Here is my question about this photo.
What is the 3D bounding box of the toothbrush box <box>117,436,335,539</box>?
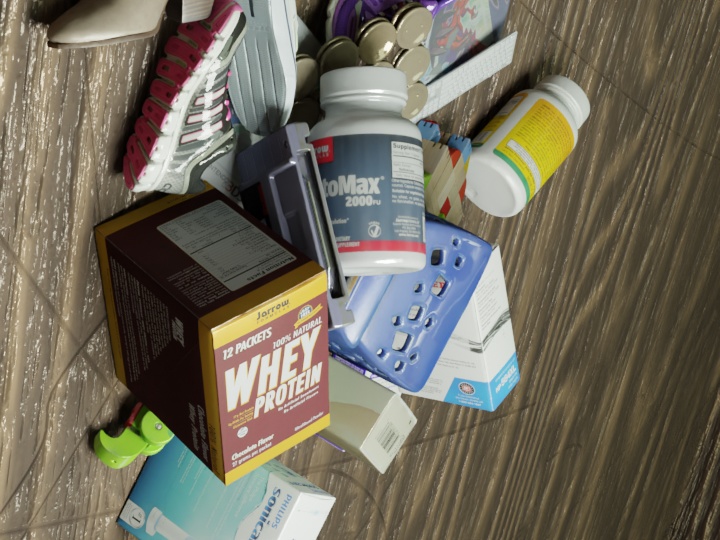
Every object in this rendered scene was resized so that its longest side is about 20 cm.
[{"bbox_3d":[-0.150,0.267,1.423,0.085,0.199,0.147,26,90,-59],"label":"toothbrush box"}]

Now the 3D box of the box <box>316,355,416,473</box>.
[{"bbox_3d":[-0.043,0.146,1.497,0.078,0.199,0.095,-56,148,-13],"label":"box"}]

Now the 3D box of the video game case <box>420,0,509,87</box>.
[{"bbox_3d":[0.124,-0.319,1.578,0.199,0.023,0.184,-19,128,-51],"label":"video game case"}]

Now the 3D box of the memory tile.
[{"bbox_3d":[-0.006,-0.197,1.377,0.199,0.017,0.154,-28,142,-23],"label":"memory tile"}]

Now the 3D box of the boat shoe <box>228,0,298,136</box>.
[{"bbox_3d":[-0.085,-0.227,1.233,0.067,0.073,0.201,-51,153,-45],"label":"boat shoe"}]

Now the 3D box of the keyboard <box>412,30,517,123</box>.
[{"bbox_3d":[0.123,-0.237,1.604,0.199,0.011,0.056,-35,159,-25],"label":"keyboard"}]

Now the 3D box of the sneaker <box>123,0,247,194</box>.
[{"bbox_3d":[-0.149,-0.157,1.209,0.087,0.074,0.201,18,103,-39],"label":"sneaker"}]

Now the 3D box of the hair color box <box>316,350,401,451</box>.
[{"bbox_3d":[0.012,0.131,1.707,0.109,0.065,0.201,-8,121,-54],"label":"hair color box"}]

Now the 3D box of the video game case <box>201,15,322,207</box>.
[{"bbox_3d":[-0.105,-0.166,1.339,0.201,0.022,0.182,-60,150,-7],"label":"video game case"}]

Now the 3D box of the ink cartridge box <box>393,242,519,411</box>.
[{"bbox_3d":[0.110,0.062,1.607,0.084,0.145,0.201,-39,128,-44],"label":"ink cartridge box"}]

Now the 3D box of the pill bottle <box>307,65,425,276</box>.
[{"bbox_3d":[0.005,-0.099,1.302,0.119,0.119,0.202,6,80,-58],"label":"pill bottle"}]

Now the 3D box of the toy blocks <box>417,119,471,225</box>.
[{"bbox_3d":[0.096,-0.115,1.633,0.137,0.099,0.200,-62,155,-24],"label":"toy blocks"}]

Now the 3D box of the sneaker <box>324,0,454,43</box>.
[{"bbox_3d":[0.035,-0.287,1.401,0.200,0.083,0.081,-41,137,-34],"label":"sneaker"}]

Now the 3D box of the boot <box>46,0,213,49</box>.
[{"bbox_3d":[-0.190,-0.278,1.091,0.200,0.070,0.147,-29,129,-46],"label":"boot"}]

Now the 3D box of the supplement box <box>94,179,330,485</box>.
[{"bbox_3d":[-0.142,0.058,1.256,0.132,0.200,0.198,-27,135,-31],"label":"supplement box"}]

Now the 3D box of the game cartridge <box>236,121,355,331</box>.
[{"bbox_3d":[-0.069,-0.034,1.269,0.038,0.129,0.202,-12,86,-34],"label":"game cartridge"}]

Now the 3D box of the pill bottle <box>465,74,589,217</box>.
[{"bbox_3d":[0.228,-0.177,1.759,0.200,0.112,0.113,-48,146,-26],"label":"pill bottle"}]

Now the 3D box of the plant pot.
[{"bbox_3d":[0.000,0.000,1.466,0.180,0.199,0.201,31,86,-53],"label":"plant pot"}]

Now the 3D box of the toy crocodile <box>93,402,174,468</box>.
[{"bbox_3d":[-0.206,0.136,1.382,0.200,0.062,0.068,-50,-177,-27],"label":"toy crocodile"}]
